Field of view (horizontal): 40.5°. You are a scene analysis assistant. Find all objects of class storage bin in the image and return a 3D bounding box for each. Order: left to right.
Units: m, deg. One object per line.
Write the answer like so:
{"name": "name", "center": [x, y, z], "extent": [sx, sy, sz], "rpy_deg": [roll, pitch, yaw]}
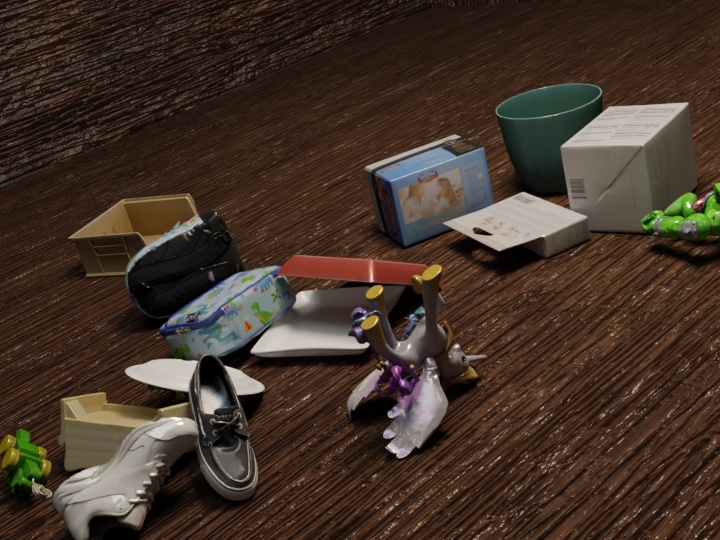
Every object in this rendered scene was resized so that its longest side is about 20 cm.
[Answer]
{"name": "storage bin", "center": [-0.467, -0.076, 2.058], "extent": [0.196, 0.095, 0.200], "rpy_deg": [-3, 25, 26]}

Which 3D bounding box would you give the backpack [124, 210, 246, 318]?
{"name": "backpack", "center": [-0.321, 0.003, 1.734], "extent": [0.199, 0.165, 0.153], "rpy_deg": [-32, 19, -21]}

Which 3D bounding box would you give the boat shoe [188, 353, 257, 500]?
{"name": "boat shoe", "center": [-0.171, 0.188, 1.218], "extent": [0.069, 0.067, 0.201], "rpy_deg": [-3, 45, -19]}

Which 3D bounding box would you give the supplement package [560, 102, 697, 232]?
{"name": "supplement package", "center": [0.456, -0.175, 1.645], "extent": [0.149, 0.154, 0.199], "rpy_deg": [4, 29, 39]}

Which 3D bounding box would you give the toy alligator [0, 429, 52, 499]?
{"name": "toy alligator", "center": [-0.452, 0.275, 1.306], "extent": [0.055, 0.059, 0.200], "rpy_deg": [-60, 31, 2]}

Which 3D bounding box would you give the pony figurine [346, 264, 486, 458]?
{"name": "pony figurine", "center": [0.061, 0.113, 1.227], "extent": [0.192, 0.201, 0.166], "rpy_deg": [-37, 35, -13]}

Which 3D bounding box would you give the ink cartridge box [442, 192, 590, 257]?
{"name": "ink cartridge box", "center": [0.262, -0.068, 1.658], "extent": [0.174, 0.045, 0.200], "rpy_deg": [-21, 23, -17]}

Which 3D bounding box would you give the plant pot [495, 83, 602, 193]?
{"name": "plant pot", "center": [0.367, -0.244, 1.844], "extent": [0.197, 0.163, 0.201], "rpy_deg": [-13, 22, 5]}

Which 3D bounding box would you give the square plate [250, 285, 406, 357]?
{"name": "square plate", "center": [-0.045, 0.083, 1.523], "extent": [0.197, 0.029, 0.198], "rpy_deg": [-4, 25, 24]}

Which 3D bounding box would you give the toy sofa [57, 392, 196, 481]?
{"name": "toy sofa", "center": [-0.310, 0.223, 1.318], "extent": [0.197, 0.099, 0.082], "rpy_deg": [-1, 2, 31]}

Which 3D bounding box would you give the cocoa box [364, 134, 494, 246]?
{"name": "cocoa box", "center": [0.130, -0.151, 1.813], "extent": [0.197, 0.135, 0.131], "rpy_deg": [-21, 24, -15]}

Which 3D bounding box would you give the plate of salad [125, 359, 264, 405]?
{"name": "plate of salad", "center": [-0.235, 0.163, 1.382], "extent": [0.197, 0.049, 0.200], "rpy_deg": [9, 2, 0]}

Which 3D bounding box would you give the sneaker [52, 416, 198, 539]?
{"name": "sneaker", "center": [-0.269, 0.261, 1.177], "extent": [0.199, 0.078, 0.100], "rpy_deg": [-38, 56, -2]}

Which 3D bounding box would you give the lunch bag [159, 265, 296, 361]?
{"name": "lunch bag", "center": [-0.214, 0.070, 1.561], "extent": [0.160, 0.083, 0.199], "rpy_deg": [-13, 18, 47]}

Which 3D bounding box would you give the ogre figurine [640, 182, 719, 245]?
{"name": "ogre figurine", "center": [0.533, -0.084, 1.462], "extent": [0.196, 0.100, 0.120], "rpy_deg": [4, 15, -1]}

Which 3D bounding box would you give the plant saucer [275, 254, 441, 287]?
{"name": "plant saucer", "center": [0.000, 0.000, 1.556], "extent": [0.197, 0.037, 0.199], "rpy_deg": [4, 0, 37]}
